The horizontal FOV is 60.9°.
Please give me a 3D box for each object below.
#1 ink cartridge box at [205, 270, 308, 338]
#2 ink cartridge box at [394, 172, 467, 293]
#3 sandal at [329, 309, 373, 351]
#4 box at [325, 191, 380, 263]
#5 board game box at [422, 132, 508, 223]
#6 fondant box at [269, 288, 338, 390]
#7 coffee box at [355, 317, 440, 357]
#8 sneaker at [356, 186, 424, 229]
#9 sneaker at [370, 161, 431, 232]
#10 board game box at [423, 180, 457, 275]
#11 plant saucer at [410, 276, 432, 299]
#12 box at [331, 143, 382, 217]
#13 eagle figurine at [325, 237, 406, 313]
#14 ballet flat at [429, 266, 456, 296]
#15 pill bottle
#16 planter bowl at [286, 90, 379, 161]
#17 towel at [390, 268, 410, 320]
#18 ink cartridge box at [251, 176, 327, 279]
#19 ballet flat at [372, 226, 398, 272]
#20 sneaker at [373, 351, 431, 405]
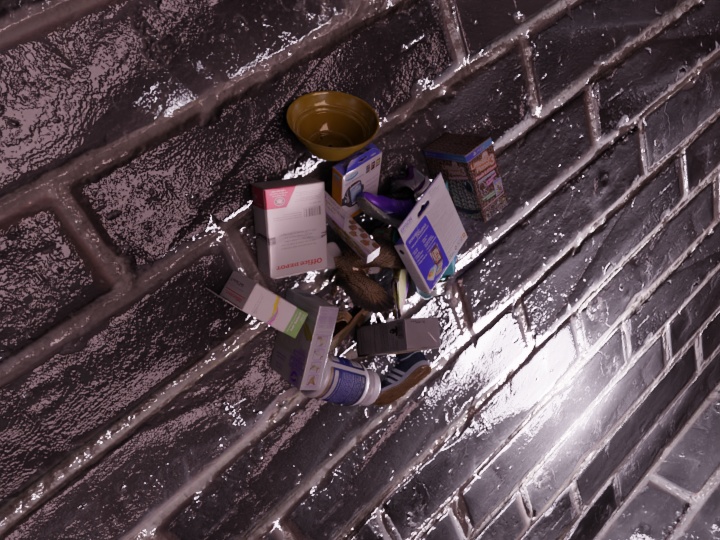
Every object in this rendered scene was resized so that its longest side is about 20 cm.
[{"bbox_3d":[-0.226,0.067,1.340,0.200,0.117,0.067,35,82,-40],"label":"ink cartridge box"},{"bbox_3d":[0.157,-0.087,1.401,0.198,0.043,0.200,-52,131,-29],"label":"ink cartridge box"},{"bbox_3d":[-0.048,0.129,1.541,0.212,0.070,0.078,-36,162,-43],"label":"sandal"},{"bbox_3d":[-0.035,-0.100,1.391,0.039,0.200,0.041,-35,160,-22],"label":"box"},{"bbox_3d":[0.275,-0.245,1.599,0.097,0.159,0.200,-38,123,-22],"label":"board game box"},{"bbox_3d":[-0.134,0.158,1.423,0.058,0.144,0.201,6,100,-39],"label":"fondant box"},{"bbox_3d":[0.092,0.171,1.558,0.114,0.200,0.080,2,78,-37],"label":"coffee box"},{"bbox_3d":[0.079,-0.162,1.461,0.200,0.069,0.100,25,85,-37],"label":"sneaker"},{"bbox_3d":[0.083,-0.183,1.548,0.200,0.074,0.088,-44,94,-11],"label":"sneaker"},{"bbox_3d":[0.208,-0.110,1.566,0.151,0.047,0.201,-64,144,-61],"label":"board game box"},{"bbox_3d":[0.179,-0.023,1.645,0.200,0.027,0.201,-20,113,-57],"label":"plant saucer"},{"bbox_3d":[-0.010,-0.203,1.408,0.119,0.041,0.200,-35,153,-24],"label":"box"},{"bbox_3d":[0.006,-0.002,1.441,0.151,0.200,0.152,-32,119,-26],"label":"eagle figurine"},{"bbox_3d":[0.201,0.028,1.609,0.200,0.068,0.069,-23,125,-55],"label":"ballet flat"},{"bbox_3d":[-0.050,0.278,1.544,0.200,0.116,0.116,23,90,-39],"label":"pill bottle"},{"bbox_3d":[-0.062,-0.299,1.335,0.200,0.200,0.084,-29,150,-27],"label":"planter bowl"},{"bbox_3d":[0.106,0.012,1.557,0.200,0.023,0.144,-71,161,-45],"label":"towel"},{"bbox_3d":[-0.157,-0.097,1.358,0.146,0.083,0.201,-12,112,-29],"label":"ink cartridge box"},{"bbox_3d":[0.067,-0.055,1.552,0.200,0.065,0.071,71,31,-61],"label":"ballet flat"},{"bbox_3d":[0.101,0.286,1.704,0.200,0.109,0.070,-39,133,16],"label":"sneaker"}]
